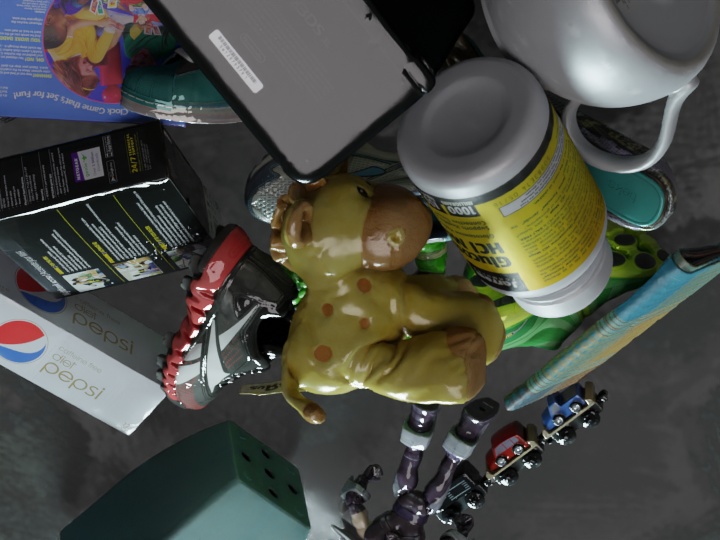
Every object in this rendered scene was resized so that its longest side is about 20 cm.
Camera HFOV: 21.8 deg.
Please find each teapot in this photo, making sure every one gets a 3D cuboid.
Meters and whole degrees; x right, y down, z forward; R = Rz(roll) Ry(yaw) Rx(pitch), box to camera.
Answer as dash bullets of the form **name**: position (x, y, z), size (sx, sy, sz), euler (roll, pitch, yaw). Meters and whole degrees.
- **teapot**: position (0.154, -0.195, 1.332), size (0.196, 0.202, 0.145), euler (20, 151, -41)

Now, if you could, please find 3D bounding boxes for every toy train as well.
- **toy train**: position (0.137, 0.158, 1.663), size (0.199, 0.034, 0.046), euler (-38, 107, 22)

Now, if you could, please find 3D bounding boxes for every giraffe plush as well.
- **giraffe plush**: position (0.000, 0.000, 1.353), size (0.198, 0.173, 0.164), euler (-11, 111, -11)

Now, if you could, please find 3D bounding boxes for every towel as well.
- **towel**: position (0.215, 0.042, 1.529), size (0.200, 0.146, 0.022), euler (-41, 76, 27)

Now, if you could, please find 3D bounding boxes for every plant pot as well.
- **plant pot**: position (-0.146, 0.242, 1.638), size (0.141, 0.142, 0.200), euler (37, 109, -27)

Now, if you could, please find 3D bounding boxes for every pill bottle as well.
- **pill bottle**: position (0.113, -0.053, 1.356), size (0.112, 0.113, 0.200), euler (-24, 139, 13)

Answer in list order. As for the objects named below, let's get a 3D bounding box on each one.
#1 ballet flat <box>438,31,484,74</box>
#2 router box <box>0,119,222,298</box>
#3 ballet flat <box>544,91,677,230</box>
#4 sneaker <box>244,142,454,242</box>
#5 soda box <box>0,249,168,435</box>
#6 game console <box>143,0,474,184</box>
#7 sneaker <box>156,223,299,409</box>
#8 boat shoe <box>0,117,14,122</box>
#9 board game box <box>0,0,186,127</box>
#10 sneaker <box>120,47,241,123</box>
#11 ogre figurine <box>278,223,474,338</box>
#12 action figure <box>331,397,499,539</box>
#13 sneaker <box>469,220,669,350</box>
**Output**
- **ballet flat**: position (0.051, -0.168, 1.379), size (0.072, 0.068, 0.201), euler (-31, 113, -3)
- **router box**: position (-0.194, -0.042, 1.417), size (0.148, 0.052, 0.200), euler (-13, 162, 4)
- **ballet flat**: position (0.160, -0.095, 1.450), size (0.199, 0.072, 0.073), euler (32, 125, 16)
- **sneaker**: position (0.003, -0.056, 1.455), size (0.198, 0.087, 0.078), euler (-2, 129, 10)
- **soda box**: position (-0.251, 0.051, 1.533), size (0.199, 0.068, 0.064), euler (32, 119, -24)
- **game console**: position (-0.037, -0.194, 1.273), size (0.175, 0.117, 0.200), euler (-38, 106, 7)
- **sneaker**: position (-0.100, 0.055, 1.465), size (0.097, 0.071, 0.201), euler (31, 137, 7)
- **boat shoe**: position (-0.202, -0.164, 1.384), size (0.199, 0.069, 0.057), euler (-35, 122, 17)
- **board game box**: position (-0.214, -0.175, 1.309), size (0.198, 0.045, 0.136), euler (2, 122, -17)
- **sneaker**: position (-0.073, -0.150, 1.312), size (0.198, 0.071, 0.081), euler (-6, 107, -21)
- **ogre figurine**: position (0.032, 0.021, 1.511), size (0.199, 0.098, 0.121), euler (-27, 129, -24)
- **action figure**: position (0.051, 0.198, 1.647), size (0.129, 0.069, 0.201), euler (24, 112, 3)
- **sneaker**: position (0.161, 0.013, 1.513), size (0.198, 0.074, 0.084), euler (-18, 146, -25)
